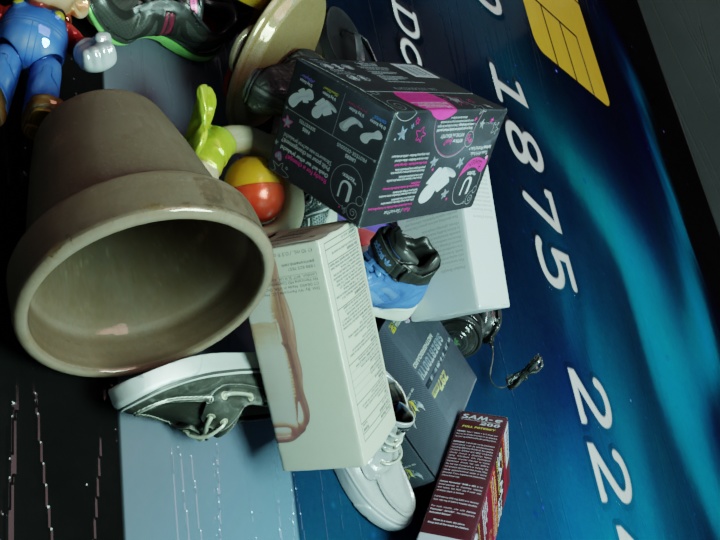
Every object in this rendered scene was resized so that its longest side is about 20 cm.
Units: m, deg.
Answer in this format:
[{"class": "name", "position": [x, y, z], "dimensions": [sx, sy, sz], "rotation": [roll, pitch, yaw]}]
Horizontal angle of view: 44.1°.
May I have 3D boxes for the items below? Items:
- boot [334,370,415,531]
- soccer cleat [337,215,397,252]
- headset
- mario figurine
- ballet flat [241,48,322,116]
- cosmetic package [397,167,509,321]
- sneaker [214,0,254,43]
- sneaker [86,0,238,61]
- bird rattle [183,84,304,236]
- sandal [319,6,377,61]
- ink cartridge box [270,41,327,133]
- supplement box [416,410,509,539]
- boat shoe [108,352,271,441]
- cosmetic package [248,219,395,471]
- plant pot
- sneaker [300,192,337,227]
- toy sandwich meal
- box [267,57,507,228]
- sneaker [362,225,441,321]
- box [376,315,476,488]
[{"class": "boot", "position": [0.019, 0.176, 0.906], "dimensions": [0.201, 0.095, 0.074], "rotation": [55, 34, -14]}, {"class": "soccer cleat", "position": [0.034, -0.043, 1.105], "dimensions": [0.198, 0.068, 0.074], "rotation": [-11, 72, -54]}, {"class": "headset", "position": [0.153, 0.065, 1.169], "dimensions": [0.202, 0.094, 0.123], "rotation": [55, 33, 7]}, {"class": "mario figurine", "position": [-0.277, -0.219, 0.749], "dimensions": [0.123, 0.104, 0.204], "rotation": [36, 44, -49]}, {"class": "ballet flat", "position": [-0.070, -0.190, 0.934], "dimensions": [0.056, 0.067, 0.200], "rotation": [29, 24, 2]}, {"class": "cosmetic package", "position": [0.102, -0.049, 1.041], "dimensions": [0.071, 0.100, 0.205], "rotation": [0, 80, -48]}, {"class": "sneaker", "position": [-0.181, -0.349, 0.967], "dimensions": [0.199, 0.113, 0.077], "rotation": [39, 39, -30]}, {"class": "sneaker", "position": [-0.203, -0.271, 0.907], "dimensions": [0.199, 0.083, 0.078], "rotation": [-8, 73, -56]}, {"class": "bird rattle", "position": [-0.117, -0.073, 0.848], "dimensions": [0.161, 0.112, 0.204], "rotation": [-6, 70, -40]}, {"class": "sandal", "position": [0.007, -0.222, 1.049], "dimensions": [0.075, 0.042, 0.204], "rotation": [-4, 71, -55]}, {"class": "ink cartridge box", "position": [-0.008, -0.177, 1.115], "dimensions": [0.199, 0.087, 0.147], "rotation": [40, 39, -35]}, {"class": "supplement box", "position": [0.118, 0.264, 0.979], "dimensions": [0.201, 0.060, 0.111], "rotation": [-60, 149, -52]}, {"class": "boat shoe", "position": [-0.128, 0.111, 0.768], "dimensions": [0.199, 0.070, 0.065], "rotation": [1, 67, -56]}, {"class": "cosmetic package", "position": [-0.037, 0.066, 0.806], "dimensions": [0.103, 0.085, 0.204], "rotation": [-34, 114, -68]}, {"class": "plant pot", "position": [-0.186, -0.045, 0.702], "dimensions": [0.198, 0.200, 0.177], "rotation": [16, 41, -48]}, {"class": "sneaker", "position": [-0.057, -0.097, 0.951], "dimensions": [0.075, 0.079, 0.203], "rotation": [65, 43, -58]}, {"class": "toy sandwich meal", "position": [-0.105, -0.250, 0.975], "dimensions": [0.070, 0.207, 0.205], "rotation": [31, 34, 7]}, {"class": "box", "position": [0.028, -0.129, 0.871], "dimensions": [0.131, 0.117, 0.198], "rotation": [33, 27, 29]}, {"class": "sneaker", "position": [0.000, -0.001, 0.947], "dimensions": [0.197, 0.112, 0.077], "rotation": [4, 44, -34]}, {"class": "box", "position": [0.056, 0.127, 1.031], "dimensions": [0.159, 0.050, 0.200], "rotation": [56, 34, -13]}]
